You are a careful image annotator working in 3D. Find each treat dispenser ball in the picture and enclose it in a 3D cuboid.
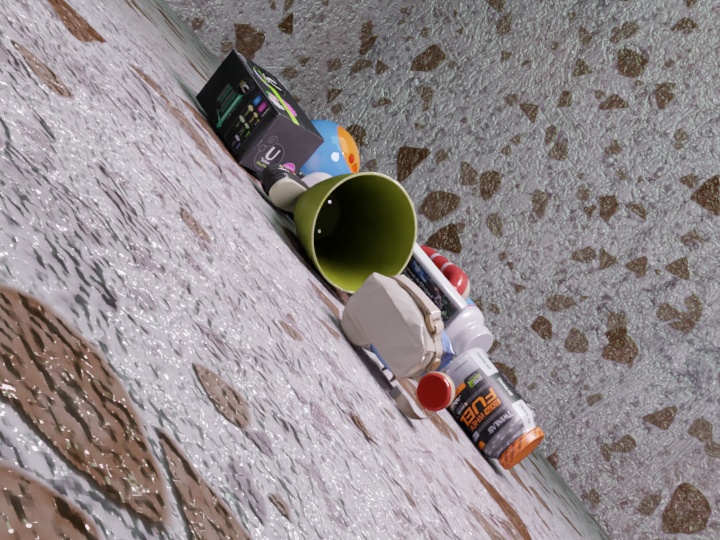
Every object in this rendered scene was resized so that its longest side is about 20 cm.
[{"bbox_3d":[-0.099,-0.265,1.831,0.202,0.200,0.201,48,4,-5],"label":"treat dispenser ball"}]

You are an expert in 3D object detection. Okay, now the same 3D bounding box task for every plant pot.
[{"bbox_3d":[-0.033,-0.078,1.238,0.187,0.188,0.199,46,-9,-28],"label":"plant pot"}]

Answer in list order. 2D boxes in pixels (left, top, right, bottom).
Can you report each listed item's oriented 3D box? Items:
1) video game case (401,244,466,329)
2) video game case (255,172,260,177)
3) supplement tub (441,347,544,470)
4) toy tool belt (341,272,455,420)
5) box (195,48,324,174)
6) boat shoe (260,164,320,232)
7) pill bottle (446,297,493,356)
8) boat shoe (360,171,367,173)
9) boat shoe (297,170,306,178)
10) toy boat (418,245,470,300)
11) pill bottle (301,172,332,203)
[{"bbox_3d":[0.076,0.037,1.316,0.023,0.183,0.201,-27,72,-40],"label":"video game case"},{"bbox_3d":[-0.233,-0.253,1.546,0.201,0.023,0.182,51,4,15],"label":"video game case"},{"bbox_3d":[0.238,0.253,1.371,0.201,0.122,0.122,51,5,27],"label":"supplement tub"},{"bbox_3d":[0.071,0.100,1.002,0.201,0.125,0.122,52,14,22],"label":"toy tool belt"},{"bbox_3d":[-0.190,-0.287,1.413,0.148,0.124,0.201,19,30,-56],"label":"box"},{"bbox_3d":[-0.110,-0.125,1.360,0.063,0.073,0.201,54,8,36],"label":"boat shoe"},{"bbox_3d":[0.188,0.094,1.563,0.201,0.108,0.109,53,6,39],"label":"pill bottle"},{"bbox_3d":[-0.016,-0.107,1.508,0.059,0.202,0.074,17,27,-31],"label":"boat shoe"},{"bbox_3d":[-0.171,-0.234,1.661,0.201,0.062,0.075,52,-13,10],"label":"boat shoe"},{"bbox_3d":[0.107,0.008,1.402,0.131,0.130,0.200,50,-4,-30],"label":"toy boat"},{"bbox_3d":[-0.078,-0.140,1.572,0.111,0.110,0.200,50,4,14],"label":"pill bottle"}]
